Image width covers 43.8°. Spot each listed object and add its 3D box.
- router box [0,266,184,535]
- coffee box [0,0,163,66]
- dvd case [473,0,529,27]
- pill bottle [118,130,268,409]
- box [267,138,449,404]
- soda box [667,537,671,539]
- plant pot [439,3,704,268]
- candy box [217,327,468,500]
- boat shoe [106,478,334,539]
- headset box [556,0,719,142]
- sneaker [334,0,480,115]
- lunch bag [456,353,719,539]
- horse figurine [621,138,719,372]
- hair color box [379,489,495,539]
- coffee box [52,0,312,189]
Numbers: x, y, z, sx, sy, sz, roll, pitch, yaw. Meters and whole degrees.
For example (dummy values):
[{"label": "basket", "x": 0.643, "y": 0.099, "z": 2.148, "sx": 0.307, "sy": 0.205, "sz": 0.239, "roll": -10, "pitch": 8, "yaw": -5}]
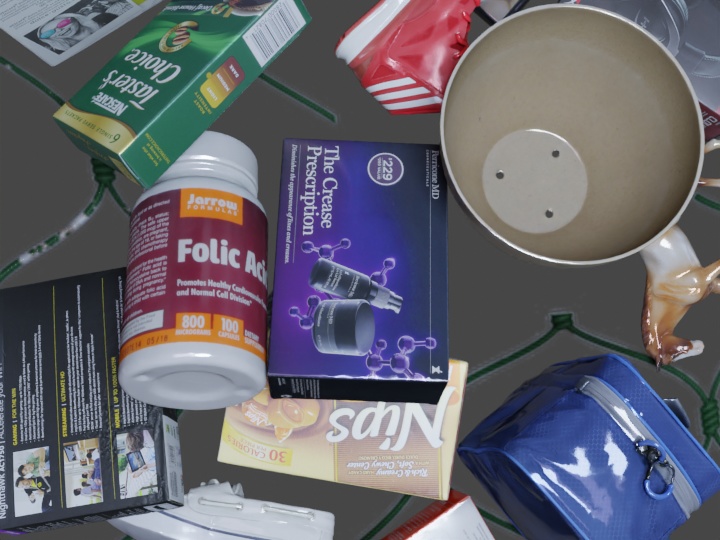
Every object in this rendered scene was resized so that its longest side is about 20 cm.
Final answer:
[{"label": "router box", "x": -0.231, "y": 0.105, "z": 0.747, "sx": 0.147, "sy": 0.051, "sz": 0.203, "roll": -9, "pitch": 71, "yaw": 1}, {"label": "coffee box", "x": -0.241, "y": -0.321, "z": 0.711, "sx": 0.198, "sy": 0.198, "sz": 0.201, "roll": -29, "pitch": 89, "yaw": 0}, {"label": "dvd case", "x": 0.136, "y": -0.333, "z": 0.797, "sx": 0.142, "sy": 0.018, "sz": 0.200, "roll": 40, "pitch": 89, "yaw": 2}, {"label": "pill bottle", "x": -0.130, "y": -0.002, "z": 0.716, "sx": 0.112, "sy": 0.115, "sz": 0.202, "roll": -3, "pitch": 64, "yaw": 1}, {"label": "box", "x": 0.000, "y": 0.000, "z": 0.729, "sx": 0.139, "sy": 0.079, "sz": 0.203, "roll": 3, "pitch": 69, "yaw": -4}, {"label": "soda box", "x": 0.219, "y": 0.320, "z": 0.756, "sx": 0.067, "sy": 0.064, "sz": 0.203, "roll": 5, "pitch": 88, "yaw": 1}, {"label": "plant pot", "x": 0.156, "y": -0.091, "z": 0.726, "sx": 0.197, "sy": 0.135, "sz": 0.203, "roll": 0, "pitch": 79, "yaw": -1}, {"label": "candy box", "x": -0.014, "y": 0.119, "z": 0.768, "sx": 0.197, "sy": 0.055, "sz": 0.117, "roll": 9, "pitch": 88, "yaw": 1}, {"label": "boat shoe", "x": -0.119, "y": 0.211, "z": 0.763, "sx": 0.197, "sy": 0.072, "sz": 0.066, "roll": 8, "pitch": 58, "yaw": 14}, {"label": "headset box", "x": 0.279, "y": -0.219, "z": 0.764, "sx": 0.199, "sy": 0.077, "sz": 0.150, "roll": 34, "pitch": 89, "yaw": 3}, {"label": "sneaker", "x": 0.084, "y": -0.211, "z": 0.765, "sx": 0.199, "sy": 0.078, "sz": 0.116, "roll": -36, "pitch": 99, "yaw": 23}, {"label": "lunch bag", "x": 0.178, "y": 0.143, "z": 0.691, "sx": 0.132, "sy": 0.200, "sz": 0.136, "roll": -40, "pitch": 90, "yaw": -14}, {"label": "horse figurine", "x": 0.277, "y": -0.029, "z": 0.765, "sx": 0.131, "sy": 0.050, "sz": 0.202, "roll": -23, "pitch": 97, "yaw": 20}, {"label": "hair color box", "x": 0.028, "y": 0.282, "z": 0.744, "sx": 0.199, "sy": 0.061, "sz": 0.102, "roll": -31, "pitch": 88, "yaw": -12}, {"label": "coffee box", "x": -0.146, "y": -0.165, "z": 0.730, "sx": 0.122, "sy": 0.044, "sz": 0.200, "roll": 30, "pitch": 72, "yaw": 42}]
